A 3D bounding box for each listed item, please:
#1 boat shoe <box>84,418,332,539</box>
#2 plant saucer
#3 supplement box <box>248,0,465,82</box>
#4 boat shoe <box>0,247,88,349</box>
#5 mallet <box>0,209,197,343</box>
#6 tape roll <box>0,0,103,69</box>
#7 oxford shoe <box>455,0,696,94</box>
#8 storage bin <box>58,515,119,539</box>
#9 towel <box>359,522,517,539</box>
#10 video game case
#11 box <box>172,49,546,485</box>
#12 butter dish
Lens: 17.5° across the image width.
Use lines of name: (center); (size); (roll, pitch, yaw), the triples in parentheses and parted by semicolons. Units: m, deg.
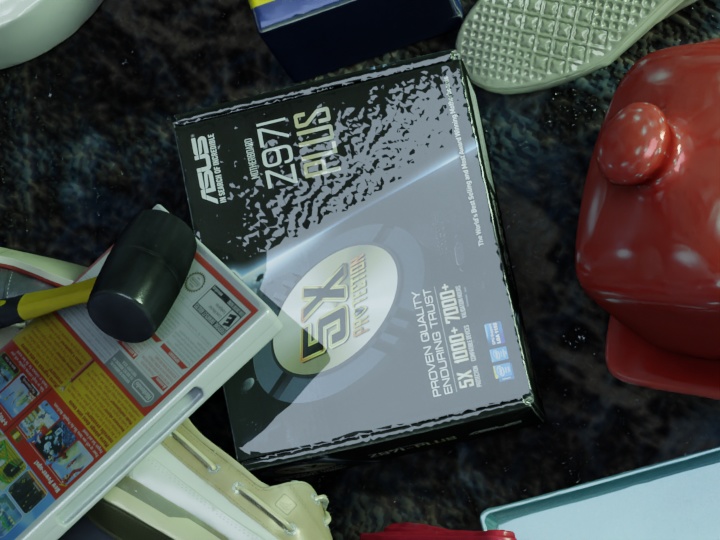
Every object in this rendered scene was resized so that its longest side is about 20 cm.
boat shoe: (-0.044, 0.138, 1.192); (0.199, 0.075, 0.069); (33, 64, -4)
plant saucer: (0.168, 0.138, 1.261); (0.199, 0.019, 0.070); (-16, 78, 6)
supplement box: (-0.024, -0.226, 1.309); (0.109, 0.109, 0.201); (-18, 78, 5)
boat shoe: (-0.194, 0.020, 1.312); (0.199, 0.071, 0.063); (15, 93, 7)
mallet: (-0.173, 0.025, 1.225); (0.199, 0.041, 0.066); (-19, 34, 30)
tape roll: (-0.234, -0.218, 1.361); (0.201, 0.071, 0.204); (-1, 80, 8)
oxford shoe: (0.144, -0.159, 1.302); (0.199, 0.058, 0.075); (-32, 83, 17)
storage bin: (-0.145, 0.203, 1.237); (0.134, 0.146, 0.201); (26, 60, 3)
towel: (0.031, 0.231, 1.215); (0.022, 0.144, 0.201); (12, 79, -27)
video game case: (-0.145, 0.063, 1.204); (0.200, 0.017, 0.143); (-43, 37, -5)
box: (0.000, 0.000, 1.277); (0.163, 0.086, 0.201); (-12, 78, 7)
butter dish: (0.180, -0.043, 1.193); (0.199, 0.147, 0.201); (7, 79, 49)
